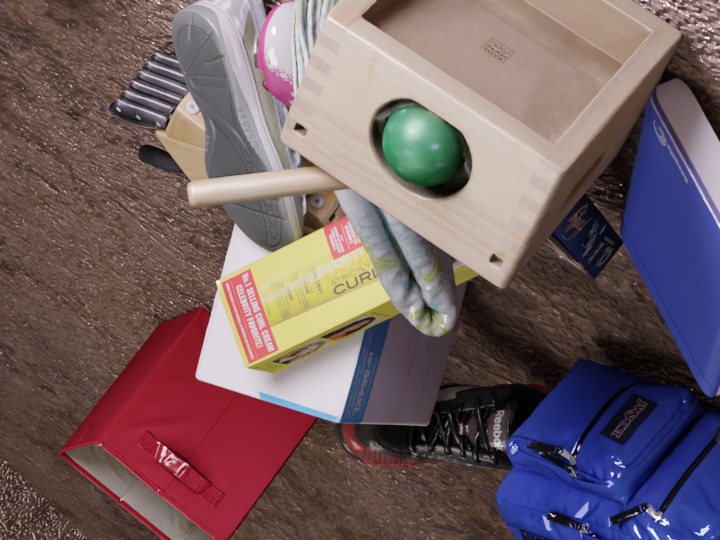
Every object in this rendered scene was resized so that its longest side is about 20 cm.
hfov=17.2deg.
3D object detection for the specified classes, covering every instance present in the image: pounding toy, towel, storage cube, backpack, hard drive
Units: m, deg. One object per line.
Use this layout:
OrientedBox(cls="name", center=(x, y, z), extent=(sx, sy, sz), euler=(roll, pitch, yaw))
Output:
OrientedBox(cls="pounding toy", center=(0.040, -0.087, 1.344), extent=(0.184, 0.200, 0.142), euler=(34, 137, 9))
OrientedBox(cls="towel", center=(0.008, -0.080, 1.519), extent=(0.048, 0.172, 0.200), euler=(-18, 131, 12))
OrientedBox(cls="storage cube", center=(-0.176, 0.164, 2.430), extent=(0.171, 0.180, 0.200), euler=(40, 162, -10))
OrientedBox(cls="backpack", center=(0.215, 0.168, 1.759), extent=(0.200, 0.163, 0.168), euler=(20, 152, 43))
OrientedBox(cls="hard drive", center=(0.205, -0.015, 1.460), extent=(0.200, 0.025, 0.132), euler=(88, 158, -67))

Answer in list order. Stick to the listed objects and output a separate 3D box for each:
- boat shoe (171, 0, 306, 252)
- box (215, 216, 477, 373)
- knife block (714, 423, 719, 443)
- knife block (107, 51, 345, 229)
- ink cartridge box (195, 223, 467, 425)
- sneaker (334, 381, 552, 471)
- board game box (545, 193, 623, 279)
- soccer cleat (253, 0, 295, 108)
OrientedBox(cls="boat shoe", center=(-0.074, -0.106, 1.683), extent=(0.074, 0.065, 0.203), euler=(10, 128, 44))
OrientedBox(cls="box", center=(0.000, 0.000, 1.681), extent=(0.050, 0.200, 0.076), euler=(15, -127, -64))
OrientedBox(cls="knife block", center=(0.267, 0.075, 1.545), extent=(0.200, 0.064, 0.175), euler=(35, 159, -36))
OrientedBox(cls="knife block", center=(-0.098, -0.093, 1.834), extent=(0.200, 0.064, 0.176), euler=(37, 162, -1))
OrientedBox(cls="ink cartridge box", center=(-0.013, 0.044, 1.821), extent=(0.128, 0.126, 0.200), euler=(16, -179, 25))
OrientedBox(cls="sneaker", center=(0.081, 0.123, 1.896), extent=(0.200, 0.071, 0.098), euler=(0, 179, -8))
OrientedBox(cls="board game box", center=(0.095, -0.060, 1.513), extent=(0.135, 0.035, 0.200), euler=(39, -178, 16))
OrientedBox(cls="soccer cleat", center=(-0.004, -0.118, 1.640), extent=(0.086, 0.070, 0.200), euler=(15, 158, 28))
